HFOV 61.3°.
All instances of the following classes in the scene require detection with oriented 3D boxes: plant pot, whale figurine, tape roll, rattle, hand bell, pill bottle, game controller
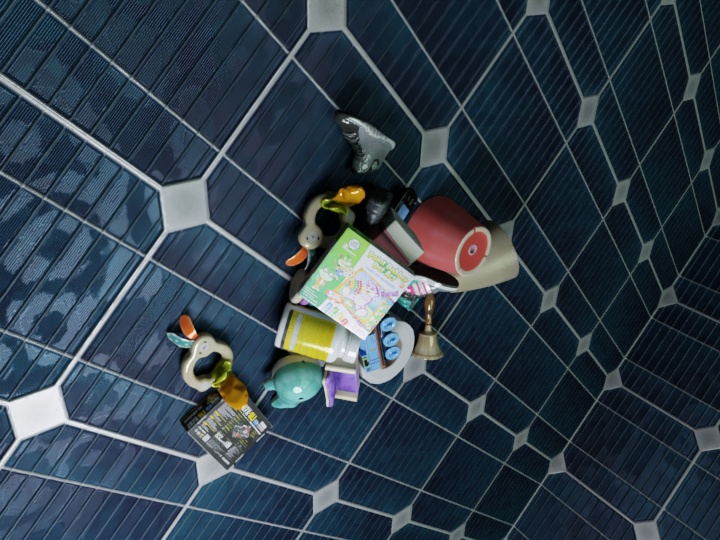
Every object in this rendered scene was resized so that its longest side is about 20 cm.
[{"bbox_3d":[0.248,-0.085,1.666,0.198,0.177,0.204,-20,125,-32],"label":"plant pot"},{"bbox_3d":[-0.168,0.301,1.538,0.156,0.105,0.201,5,134,-25],"label":"whale figurine"},{"bbox_3d":[0.060,0.222,1.749,0.200,0.070,0.206,-22,127,-32],"label":"tape roll"},{"bbox_3d":[-0.074,-0.087,1.372,0.201,0.142,0.131,-50,126,-24],"label":"rattle"},{"bbox_3d":[0.209,0.158,1.849,0.103,0.103,0.204,-9,108,-38],"label":"hand bell"},{"bbox_3d":[-0.100,0.156,1.468,0.197,0.111,0.113,17,106,-3],"label":"pill bottle"},{"bbox_3d":[0.083,-0.122,1.579,0.202,0.042,0.104,-57,166,-1],"label":"game controller"},{"bbox_3d":[0.333,-0.021,1.796,0.198,0.188,0.189,-26,130,-11],"label":"plant pot"},{"bbox_3d":[-0.337,0.209,1.341,0.128,0.144,0.202,-18,133,-11],"label":"rattle"}]

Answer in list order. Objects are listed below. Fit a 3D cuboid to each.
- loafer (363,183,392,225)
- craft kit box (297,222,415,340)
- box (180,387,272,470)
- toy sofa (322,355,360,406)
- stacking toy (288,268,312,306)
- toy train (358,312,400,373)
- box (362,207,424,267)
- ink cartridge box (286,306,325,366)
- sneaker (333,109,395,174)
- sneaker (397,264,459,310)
[{"bbox_3d":[0.036,-0.159,1.451,0.067,0.201,0.071,22,109,-2],"label":"loafer"},{"bbox_3d":[-0.010,0.028,1.389,0.199,0.049,0.199,34,102,-15],"label":"craft kit box"},{"bbox_3d":[-0.328,0.382,1.507,0.160,0.049,0.201,-44,135,-18],"label":"box"},{"bbox_3d":[-0.047,0.291,1.611,0.201,0.081,0.099,89,10,-57],"label":"toy sofa"},{"bbox_3d":[-0.072,0.066,1.485,0.197,0.085,0.086,21,100,-24],"label":"stacking toy"},{"bbox_3d":[0.038,0.171,1.583,0.112,0.087,0.202,-19,130,-10],"label":"toy train"},{"bbox_3d":[0.040,-0.035,1.460,0.200,0.128,0.109,-42,106,11],"label":"box"},{"bbox_3d":[-0.098,0.142,1.576,0.108,0.050,0.202,25,94,-45],"label":"ink cartridge box"},{"bbox_3d":[-0.004,-0.283,1.404,0.198,0.075,0.117,19,102,-47],"label":"sneaker"},{"bbox_3d":[0.168,0.058,1.703,0.196,0.084,0.122,12,124,-2],"label":"sneaker"}]
